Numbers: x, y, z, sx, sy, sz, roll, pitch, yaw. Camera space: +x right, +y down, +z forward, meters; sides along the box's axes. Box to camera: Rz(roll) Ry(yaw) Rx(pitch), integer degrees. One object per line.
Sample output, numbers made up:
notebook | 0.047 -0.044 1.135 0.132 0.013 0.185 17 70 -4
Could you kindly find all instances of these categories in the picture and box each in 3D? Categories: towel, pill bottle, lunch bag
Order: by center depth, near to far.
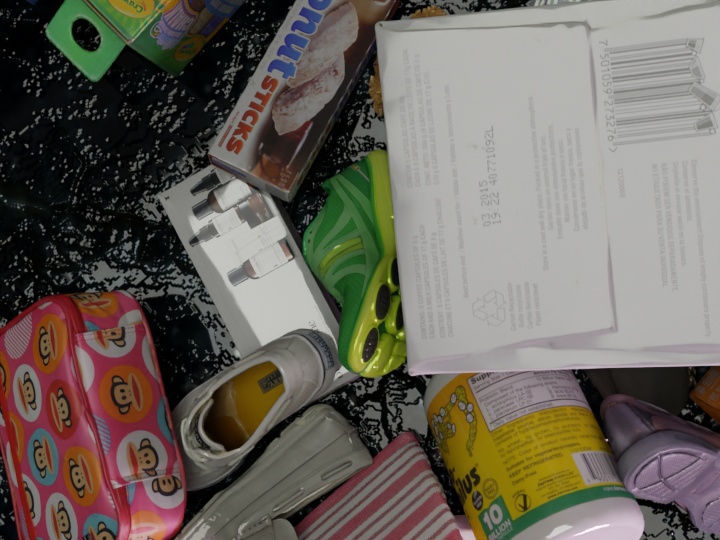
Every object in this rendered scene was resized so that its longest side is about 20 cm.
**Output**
towel | 0.007 0.205 0.848 0.146 0.200 0.030 -42 108 4
pill bottle | 0.111 0.116 0.848 0.112 0.113 0.201 -25 58 5
lunch bag | -0.220 0.126 0.909 0.176 0.082 0.201 -27 74 44

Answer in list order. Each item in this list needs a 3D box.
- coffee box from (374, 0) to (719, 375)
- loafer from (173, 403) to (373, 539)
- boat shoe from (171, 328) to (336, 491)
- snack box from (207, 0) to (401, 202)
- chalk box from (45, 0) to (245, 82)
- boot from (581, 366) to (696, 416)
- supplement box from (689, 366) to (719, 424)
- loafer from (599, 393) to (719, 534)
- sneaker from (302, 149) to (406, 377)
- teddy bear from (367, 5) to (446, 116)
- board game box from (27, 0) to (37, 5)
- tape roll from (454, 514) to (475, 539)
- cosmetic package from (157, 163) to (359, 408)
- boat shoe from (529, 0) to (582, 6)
coffee box | 0.129 -0.051 0.726 0.198 0.198 0.201 -4 93 11
loafer | -0.075 0.186 0.889 0.200 0.070 0.070 -43 80 -14
boat shoe | -0.103 0.113 0.887 0.200 0.070 0.071 -36 81 34
snack box | -0.040 -0.155 0.924 0.072 0.024 0.201 26 75 8
chalk box | -0.164 -0.240 0.918 0.124 0.124 0.200 44 93 7
boot | 0.238 0.026 0.896 0.199 0.077 0.139 -35 108 -11
supplement box | 0.335 0.043 0.842 0.073 0.126 0.200 40 92 2
loafer | 0.237 0.134 0.839 0.072 0.199 0.063 -44 47 19
sneaker | 0.000 0.000 0.890 0.083 0.074 0.201 -18 46 23
teddy bear | 0.080 -0.116 0.880 0.145 0.067 0.201 -44 71 42
board game box | -0.234 -0.312 0.892 0.056 0.200 0.196 44 94 5
tape roll | 0.077 0.288 0.894 0.201 0.071 0.204 0 88 7
cosmetic package | -0.076 0.011 0.934 0.082 0.051 0.201 -29 84 6
boat shoe | 0.139 -0.139 0.905 0.073 0.067 0.202 5 88 7
